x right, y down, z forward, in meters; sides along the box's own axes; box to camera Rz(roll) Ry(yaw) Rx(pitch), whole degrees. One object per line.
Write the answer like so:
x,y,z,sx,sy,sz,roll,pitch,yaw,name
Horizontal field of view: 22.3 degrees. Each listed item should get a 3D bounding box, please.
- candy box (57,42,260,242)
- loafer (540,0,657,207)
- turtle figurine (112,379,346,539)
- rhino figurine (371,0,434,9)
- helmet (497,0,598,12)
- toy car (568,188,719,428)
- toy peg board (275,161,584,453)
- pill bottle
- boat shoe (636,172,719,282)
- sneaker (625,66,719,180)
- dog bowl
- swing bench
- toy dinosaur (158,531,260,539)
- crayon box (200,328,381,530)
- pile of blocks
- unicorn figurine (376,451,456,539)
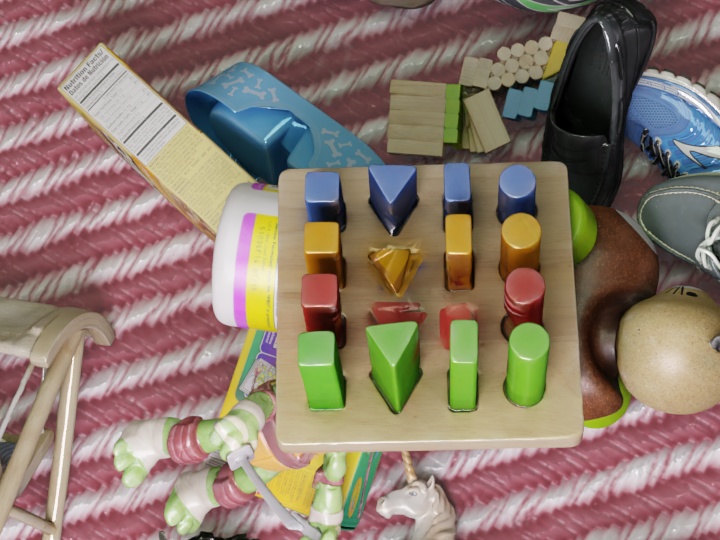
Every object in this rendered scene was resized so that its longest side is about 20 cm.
-0.139,-0.082,1.440,0.200,0.115,0.055,41,84,20,candy box
0.164,-0.107,1.360,0.068,0.070,0.202,30,123,28,loafer
-0.074,0.151,1.263,0.193,0.144,0.201,-16,74,33,turtle figurine
-0.016,-0.263,1.499,0.199,0.060,0.088,10,75,17,rhino figurine
0.147,-0.291,1.398,0.190,0.200,0.201,-28,69,12,helmet
0.218,0.037,1.280,0.199,0.164,0.159,6,74,28,toy car
0.042,0.006,1.181,0.198,0.098,0.200,-1,66,2,toy peg board
0.000,0.000,1.297,0.198,0.104,0.105,8,75,6,pill bottle
0.270,-0.024,1.289,0.199,0.062,0.073,22,109,40,boat shoe
0.252,-0.084,1.378,0.199,0.079,0.089,29,79,18,sneaker
-0.049,-0.090,1.431,0.200,0.112,0.050,36,70,19,dog bowl
-0.321,0.103,1.415,0.198,0.130,0.201,8,75,15,swing bench
-0.122,0.268,1.343,0.199,0.102,0.137,5,95,-15,toy dinosaur
-0.031,0.082,1.383,0.118,0.058,0.201,18,86,17,crayon box
0.115,-0.137,1.436,0.199,0.062,0.083,-21,82,13,pile of blocks
0.032,0.228,1.318,0.137,0.074,0.200,-34,43,-9,unicorn figurine
